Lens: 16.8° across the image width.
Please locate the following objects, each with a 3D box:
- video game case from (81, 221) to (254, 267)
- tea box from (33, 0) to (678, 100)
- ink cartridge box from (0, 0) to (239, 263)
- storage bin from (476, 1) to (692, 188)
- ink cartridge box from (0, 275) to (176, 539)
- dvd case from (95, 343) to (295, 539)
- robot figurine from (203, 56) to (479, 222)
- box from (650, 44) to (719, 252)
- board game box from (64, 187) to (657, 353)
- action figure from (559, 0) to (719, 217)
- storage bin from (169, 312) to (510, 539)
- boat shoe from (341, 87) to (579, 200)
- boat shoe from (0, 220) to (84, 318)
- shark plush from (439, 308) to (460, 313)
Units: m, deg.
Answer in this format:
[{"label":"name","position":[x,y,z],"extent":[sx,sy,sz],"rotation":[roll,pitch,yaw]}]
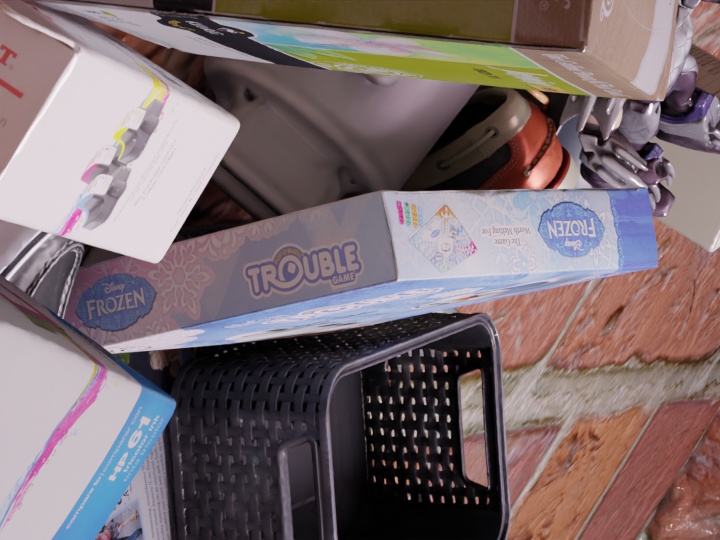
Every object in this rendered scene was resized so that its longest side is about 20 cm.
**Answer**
[{"label":"video game case","position":[-0.131,0.066,1.264],"extent":[0.200,0.022,0.182],"rotation":[-60,163,14]},{"label":"tea box","position":[0.012,-0.171,0.832],"extent":[0.134,0.196,0.201],"rotation":[10,88,-71]},{"label":"ink cartridge box","position":[-0.134,-0.069,0.854],"extent":[0.068,0.115,0.200],"rotation":[-58,162,4]},{"label":"storage bin","position":[0.084,-0.137,1.299],"extent":[0.201,0.134,0.145],"rotation":[-62,162,15]},{"label":"ink cartridge box","position":[-0.169,0.030,0.882],"extent":[0.085,0.144,0.200],"rotation":[-56,163,-1]},{"label":"dvd case","position":[-0.096,0.093,1.220],"extent":[0.200,0.017,0.143],"rotation":[-29,116,-58]},{"label":"robot figurine","position":[0.004,-0.112,1.159],"extent":[0.200,0.113,0.169],"rotation":[-53,-162,-13]},{"label":"box","position":[0.154,-0.102,1.439],"extent":[0.095,0.200,0.078],"rotation":[-25,145,-59]},{"label":"board game box","position":[0.000,0.000,1.124],"extent":[0.199,0.199,0.044],"rotation":[-2,82,-50]},{"label":"action figure","position":[0.148,-0.093,1.209],"extent":[0.130,0.069,0.200],"rotation":[-53,162,-9]},{"label":"storage bin","position":[-0.007,0.100,1.268],"extent":[0.200,0.093,0.136],"rotation":[-18,106,-61]},{"label":"boat shoe","position":[0.016,-0.053,1.241],"extent":[0.063,0.199,0.071],"rotation":[48,52,-34]},{"label":"boat shoe","position":[-0.163,0.060,1.086],"extent":[0.200,0.068,0.072],"rotation":[-60,163,12]},{"label":"shark plush","position":[-0.014,-0.022,1.423],"extent":[0.200,0.091,0.084],"rotation":[13,91,-50]}]
